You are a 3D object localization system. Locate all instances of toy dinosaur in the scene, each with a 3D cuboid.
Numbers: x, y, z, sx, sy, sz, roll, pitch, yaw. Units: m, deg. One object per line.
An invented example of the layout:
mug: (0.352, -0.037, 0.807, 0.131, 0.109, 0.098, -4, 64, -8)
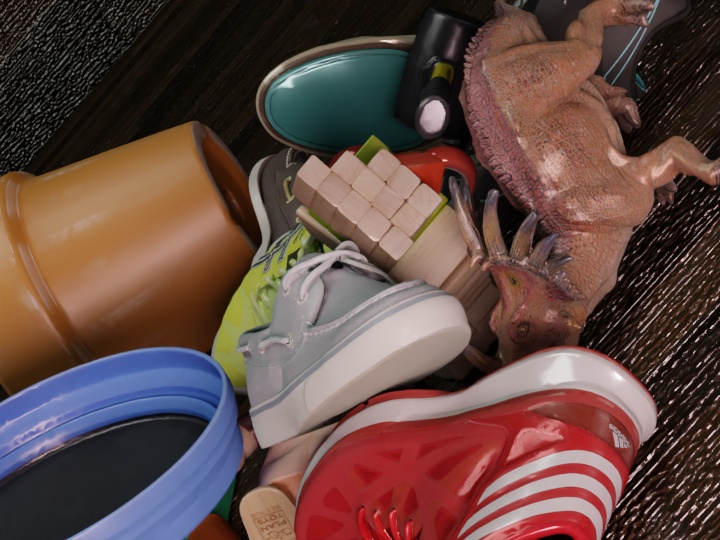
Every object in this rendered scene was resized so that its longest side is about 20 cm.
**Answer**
toy dinosaur: (0.080, -0.053, 0.896, 0.135, 0.201, 0.086, -15, -25, -19)

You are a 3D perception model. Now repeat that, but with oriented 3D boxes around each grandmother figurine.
grandmother figurine: (-0.021, 0.076, 1.056, 0.121, 0.061, 0.200, -16, 23, 14)

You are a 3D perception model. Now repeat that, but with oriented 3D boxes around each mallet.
mallet: (0.035, -0.078, 0.986, 0.200, 0.041, 0.066, -71, -1, -70)

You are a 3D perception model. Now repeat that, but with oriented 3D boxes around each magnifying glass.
magnifying glass: (-0.091, 0.144, 1.149, 0.080, 0.022, 0.200, -51, 16, -5)

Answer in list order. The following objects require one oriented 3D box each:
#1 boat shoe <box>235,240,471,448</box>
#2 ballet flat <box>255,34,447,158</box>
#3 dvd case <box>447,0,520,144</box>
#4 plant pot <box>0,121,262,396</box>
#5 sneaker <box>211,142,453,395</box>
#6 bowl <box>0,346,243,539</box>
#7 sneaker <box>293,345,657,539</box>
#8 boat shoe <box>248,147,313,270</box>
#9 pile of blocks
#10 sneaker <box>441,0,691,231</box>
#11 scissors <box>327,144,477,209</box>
boat shoe: (-0.015, 0.028, 0.893, 0.070, 0.072, 0.201, -19, -7, -23)
ballet flat: (0.041, -0.103, 1.121, 0.198, 0.070, 0.070, -5, 20, -1)
dvd case: (0.106, -0.131, 1.247, 0.149, 0.016, 0.200, -51, 15, -2)
plant pot: (-0.157, -0.003, 1.398, 0.183, 0.201, 0.200, -30, 20, 10)
sneaker: (-0.023, -0.004, 1.160, 0.200, 0.076, 0.076, -46, -16, 21)
bowl: (-0.151, 0.110, 1.021, 0.199, 0.040, 0.201, -21, 22, 9)
sneaker: (0.024, 0.108, 0.810, 0.200, 0.078, 0.116, -36, 20, 45)
boat shoe: (-0.031, -0.031, 1.299, 0.059, 0.072, 0.200, -38, 22, 17)
pile of blocks: (0.025, -0.017, 0.952, 0.062, 0.082, 0.200, -49, -27, -10)
sneaker: (0.100, -0.078, 1.050, 0.076, 0.079, 0.201, -88, 20, -58)
scissors: (0.000, 0.000, 1.019, 0.200, 0.073, 0.014, 114, 157, -50)
